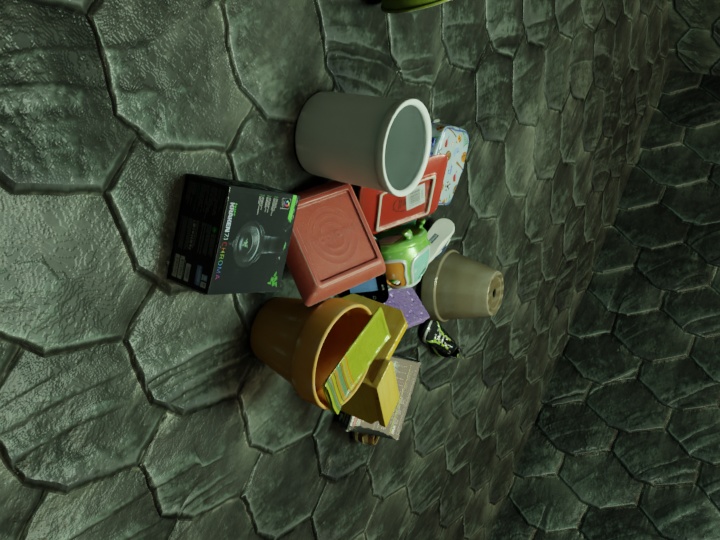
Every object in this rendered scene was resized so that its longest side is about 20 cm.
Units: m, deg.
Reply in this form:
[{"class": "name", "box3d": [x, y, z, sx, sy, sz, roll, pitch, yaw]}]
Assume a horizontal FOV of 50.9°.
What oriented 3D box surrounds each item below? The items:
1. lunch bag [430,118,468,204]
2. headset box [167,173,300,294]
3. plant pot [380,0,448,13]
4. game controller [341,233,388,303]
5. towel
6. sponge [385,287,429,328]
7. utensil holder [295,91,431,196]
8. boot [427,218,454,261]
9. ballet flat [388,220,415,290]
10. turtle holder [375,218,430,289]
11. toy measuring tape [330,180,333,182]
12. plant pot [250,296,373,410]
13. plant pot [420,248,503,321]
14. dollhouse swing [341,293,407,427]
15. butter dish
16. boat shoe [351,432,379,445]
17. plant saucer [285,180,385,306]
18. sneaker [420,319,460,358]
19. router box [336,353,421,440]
[{"class": "lunch bag", "box3d": [0.183, -0.257, 1.807, 0.160, 0.075, 0.202, -6, 111, -56]}, {"class": "headset box", "box3d": [-0.200, -0.056, 1.245, 0.199, 0.092, 0.176, 1, 105, -60]}, {"class": "plant pot", "box3d": [0.108, -0.610, 1.403, 0.200, 0.199, 0.194, -46, 129, -38]}, {"class": "game controller", "box3d": [0.000, 0.000, 1.607, 0.042, 0.103, 0.201, -75, 159, -46]}, {"class": "towel", "box3d": [-0.004, 0.165, 1.396, 0.200, 0.018, 0.087, -52, 145, -32]}, {"class": "sponge", "box3d": [0.082, 0.089, 1.789, 0.030, 0.112, 0.199, -38, 167, 32]}, {"class": "utensil holder", "box3d": [0.005, -0.237, 1.383, 0.169, 0.198, 0.172, -29, 126, -49]}, {"class": "boot", "box3d": [0.164, -0.041, 1.894, 0.200, 0.073, 0.091, -39, 156, -28]}, {"class": "ballet flat", "box3d": [0.094, -0.030, 1.790, 0.202, 0.069, 0.069, -67, 150, -17]}, {"class": "turtle holder", "box3d": [0.088, -0.040, 1.686, 0.186, 0.139, 0.133, -82, 159, -72]}, {"class": "toy measuring tape", "box3d": [-0.036, -0.150, 1.491, 0.200, 0.073, 0.074, -52, 144, -32]}, {"class": "plant pot", "box3d": [-0.100, 0.135, 1.423, 0.200, 0.182, 0.202, -33, 132, -47]}, {"class": "plant pot", "box3d": [0.278, 0.047, 2.002, 0.199, 0.172, 0.202, -21, 114, -55]}, {"class": "dollhouse swing", "box3d": [0.004, 0.185, 1.608, 0.176, 0.198, 0.183, -50, 143, -34]}, {"class": "butter dish", "box3d": [0.063, -0.192, 1.578, 0.198, 0.149, 0.201, -19, 150, -15]}, {"class": "boat shoe", "box3d": [0.052, 0.346, 1.898, 0.201, 0.073, 0.076, -64, 149, -15]}, {"class": "plant saucer", "box3d": [-0.055, -0.062, 1.388, 0.198, 0.037, 0.202, -23, 87, -35]}, {"class": "sneaker", "box3d": [0.232, 0.192, 2.109, 0.072, 0.082, 0.200, -64, 149, -14]}, {"class": "router box", "box3d": [0.044, 0.291, 1.801, 0.149, 0.062, 0.202, 17, 90, -28]}]
